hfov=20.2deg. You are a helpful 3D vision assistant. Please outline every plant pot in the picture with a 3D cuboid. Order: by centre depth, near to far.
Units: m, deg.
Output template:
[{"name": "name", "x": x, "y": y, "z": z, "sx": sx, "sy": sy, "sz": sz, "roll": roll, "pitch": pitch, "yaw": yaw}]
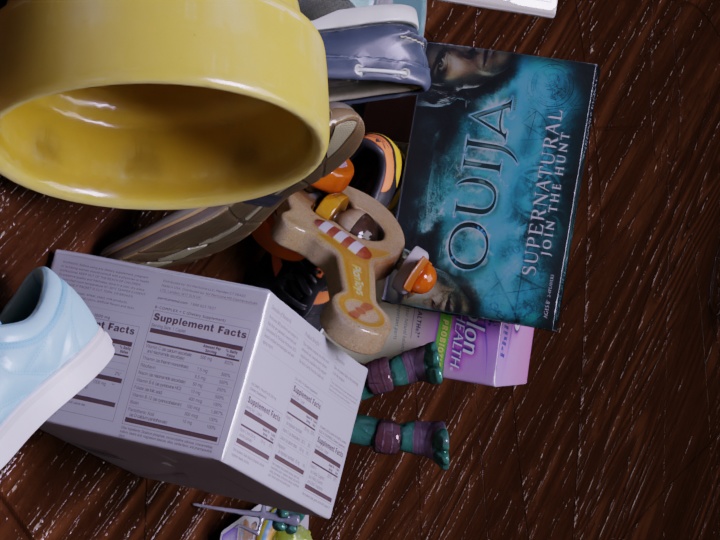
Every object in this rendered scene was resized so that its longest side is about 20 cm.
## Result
[{"name": "plant pot", "x": -0.119, "y": -0.156, "z": 1.166, "sx": 0.201, "sy": 0.199, "sz": 0.190, "roll": 43, "pitch": 44, "yaw": -66}]

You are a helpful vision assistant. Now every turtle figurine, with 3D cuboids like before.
[{"name": "turtle figurine", "x": -0.036, "y": 0.111, "z": 1.524, "sx": 0.101, "sy": 0.198, "sz": 0.151, "roll": -102, "pitch": -176, "yaw": -56}]

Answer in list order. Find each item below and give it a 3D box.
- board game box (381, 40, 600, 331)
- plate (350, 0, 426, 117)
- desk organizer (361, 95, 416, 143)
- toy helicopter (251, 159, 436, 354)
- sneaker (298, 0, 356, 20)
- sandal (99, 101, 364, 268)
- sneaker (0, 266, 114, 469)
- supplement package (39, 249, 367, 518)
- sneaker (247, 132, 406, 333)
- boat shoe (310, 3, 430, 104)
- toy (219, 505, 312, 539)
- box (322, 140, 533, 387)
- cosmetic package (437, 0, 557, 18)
[{"name": "board game box", "x": 0.097, "y": -0.064, "z": 1.516, "sx": 0.028, "sy": 0.134, "sz": 0.202, "roll": 16, "pitch": 83, "yaw": -76}, {"name": "plate", "x": 0.023, "y": -0.214, "z": 1.724, "sx": 0.200, "sy": 0.025, "sz": 0.202, "roll": 10, "pitch": 90, "yaw": -70}, {"name": "desk organizer", "x": 0.036, "y": -0.083, "z": 1.698, "sx": 0.072, "sy": 0.077, "sz": 0.201, "roll": 4, "pitch": 103, "yaw": -70}, {"name": "toy helicopter", "x": 0.000, "y": 0.000, "z": 1.390, "sx": 0.079, "sy": 0.132, "sz": 0.200, "roll": -58, "pitch": -161, "yaw": 25}, {"name": "sneaker", "x": -0.090, "y": -0.185, "z": 1.372, "sx": 0.200, "sy": 0.080, "sz": 0.071, "roll": 25, "pitch": 84, "yaw": -44}, {"name": "sandal", "x": -0.088, "y": -0.059, "z": 1.321, "sx": 0.054, "sy": 0.199, "sz": 0.080, "roll": 61, "pitch": 17, "yaw": 18}, {"name": "sneaker", "x": -0.226, "y": 0.068, "z": 1.152, "sx": 0.082, "sy": 0.074, "sz": 0.200, "roll": 59, "pitch": 40, "yaw": -15}, {"name": "supplement package", "x": -0.107, "y": 0.077, "z": 1.317, "sx": 0.200, "sy": 0.155, "sz": 0.112, "roll": 44, "pitch": 59, "yaw": -65}, {"name": "sneaker", "x": -0.036, "y": -0.019, "z": 1.521, "sx": 0.201, "sy": 0.070, "sz": 0.090, "roll": -58, "pitch": 169, "yaw": 0}, {"name": "boat shoe", "x": -0.053, "y": -0.123, "z": 1.326, "sx": 0.075, "sy": 0.198, "sz": 0.062, "roll": 98, "pitch": -20, "yaw": -73}, {"name": "toy", "x": -0.066, "y": 0.246, "z": 1.646, "sx": 0.200, "sy": 0.047, "sz": 0.116, "roll": -18, "pitch": 117, "yaw": -67}, {"name": "box", "x": 0.040, "y": -0.011, "z": 1.606, "sx": 0.097, "sy": 0.199, "sz": 0.177, "roll": 5, "pitch": 93, "yaw": -69}, {"name": "cosmetic package", "x": 0.029, "y": -0.229, "z": 1.307, "sx": 0.087, "sy": 0.199, "sz": 0.104, "roll": -148, "pitch": -112, "yaw": -71}]
